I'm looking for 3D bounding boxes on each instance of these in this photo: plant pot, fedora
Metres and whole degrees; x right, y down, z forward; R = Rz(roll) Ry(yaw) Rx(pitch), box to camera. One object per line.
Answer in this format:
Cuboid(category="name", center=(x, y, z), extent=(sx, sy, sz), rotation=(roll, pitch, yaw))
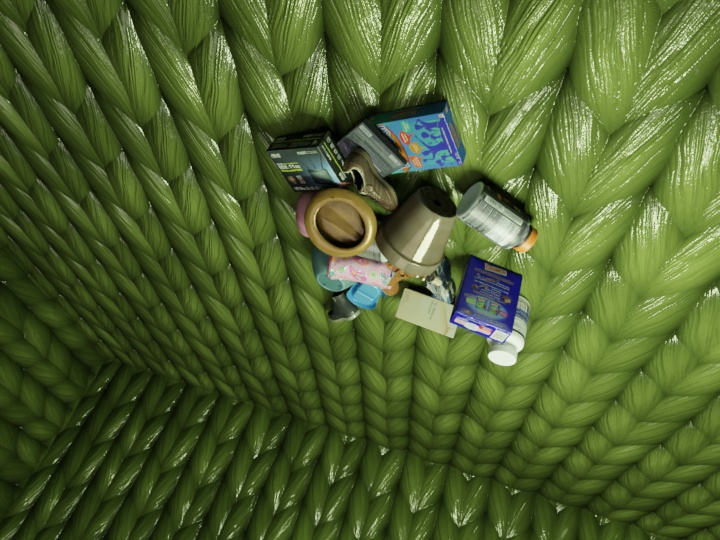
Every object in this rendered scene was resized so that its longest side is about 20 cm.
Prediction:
Cuboid(category="plant pot", center=(-0.074, -0.014, 1.716), extent=(0.198, 0.136, 0.201), rotation=(15, 146, 10))
Cuboid(category="plant pot", center=(0.160, -0.116, 1.411), extent=(0.198, 0.201, 0.174), rotation=(27, 131, -7))
Cuboid(category="fedora", center=(-0.050, -0.134, 1.437), extent=(0.198, 0.082, 0.203), rotation=(2, 117, 4))

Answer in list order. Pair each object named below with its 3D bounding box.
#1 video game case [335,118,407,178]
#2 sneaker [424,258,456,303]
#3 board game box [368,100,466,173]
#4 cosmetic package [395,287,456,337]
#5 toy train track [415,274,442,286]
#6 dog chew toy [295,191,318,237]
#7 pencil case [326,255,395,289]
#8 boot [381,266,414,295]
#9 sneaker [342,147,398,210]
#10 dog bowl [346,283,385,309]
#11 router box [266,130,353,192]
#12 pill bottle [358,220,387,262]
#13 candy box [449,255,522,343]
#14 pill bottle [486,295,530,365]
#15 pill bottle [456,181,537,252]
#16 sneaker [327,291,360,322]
Cuboid(category="video game case", center=(0.015, -0.284, 1.329), extent=(0.143, 0.019, 0.200), rotation=(42, 160, -15))
Cuboid(category="sneaker", center=(0.233, 0.031, 1.658), extent=(0.084, 0.078, 0.201), rotation=(9, 144, 26))
Cuboid(category="board game box", center=(0.130, -0.307, 1.268), extent=(0.198, 0.045, 0.153), rotation=(-1, 141, 33))
Cuboid(category="cosmetic package", center=(0.224, 0.137, 1.754), extent=(0.198, 0.105, 0.073), rotation=(18, 180, 14))
Cuboid(category="toy train track", center=(0.183, 0.018, 1.517), extent=(0.114, 0.033, 0.200), rotation=(30, -176, -14))
Cuboid(category="dog chew toy", center=(-0.133, -0.159, 1.569), extent=(0.124, 0.126, 0.200), rotation=(27, 155, -7))
Cuboid(category="pencil case", center=(0.000, 0.000, 1.601), extent=(0.197, 0.088, 0.088), rotation=(11, 147, -4))
Cuboid(category="boot", center=(0.131, 0.012, 1.695), extent=(0.153, 0.074, 0.201), rotation=(-1, 143, 25))
Cuboid(category="sneaker", center=(0.019, -0.209, 1.352), extent=(0.070, 0.076, 0.200), rotation=(9, 146, 50))
Cuboid(category="dog bowl", center=(0.026, 0.065, 1.836), extent=(0.111, 0.050, 0.200), rotation=(29, 150, -5))
Cuboid(category="router box", center=(-0.130, -0.280, 1.415), extent=(0.198, 0.062, 0.150), rotation=(5, 143, 39))
Cuboid(category="pill bottle", center=(0.039, -0.089, 1.564), extent=(0.198, 0.115, 0.114), rotation=(14, 146, 12))
Cuboid(category="candy box", center=(0.359, 0.081, 1.538), extent=(0.167, 0.201, 0.077), rotation=(22, 149, 2))
Cuboid(category="pill bottle", center=(0.442, 0.178, 1.626), extent=(0.110, 0.201, 0.112), rotation=(15, 147, 10))
Cuboid(category="pill bottle", center=(0.345, -0.124, 1.345), extent=(0.199, 0.107, 0.106), rotation=(32, 146, -14))
Cuboid(category="sneaker", center=(-0.079, 0.125, 1.986), extent=(0.107, 0.075, 0.199), rotation=(56, 151, -11))
